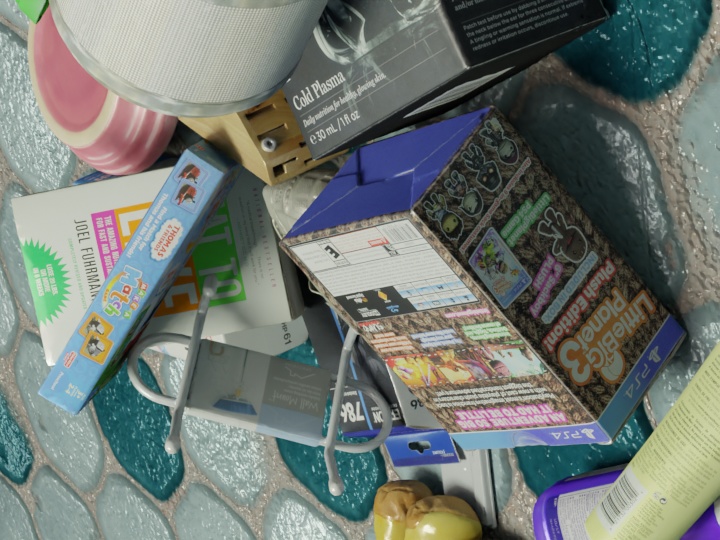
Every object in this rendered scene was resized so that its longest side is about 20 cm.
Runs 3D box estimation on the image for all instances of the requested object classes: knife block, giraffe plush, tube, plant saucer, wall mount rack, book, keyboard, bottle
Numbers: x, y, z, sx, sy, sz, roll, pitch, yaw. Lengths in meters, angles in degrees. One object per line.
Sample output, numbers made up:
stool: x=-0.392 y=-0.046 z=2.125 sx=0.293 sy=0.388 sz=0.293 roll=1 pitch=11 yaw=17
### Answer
knife block: x=-0.095 y=-0.128 z=1.428 sx=0.200 sy=0.064 sz=0.176 roll=60 pitch=161 yaw=12
giraffe plush: x=0.023 y=0.281 z=1.528 sx=0.173 sy=0.162 sz=0.200 roll=20 pitch=128 yaw=54
tube: x=0.212 y=0.096 z=1.204 sx=0.058 sy=0.052 sz=0.200 roll=31 pitch=111 yaw=-11
plant saucer: x=-0.215 y=-0.177 z=1.648 sx=0.200 sy=0.051 sz=0.201 roll=14 pitch=107 yaw=52
wall mount rack: x=-0.069 y=0.091 z=1.432 sx=0.075 sy=0.200 sz=0.174 roll=111 pitch=171 yaw=-48
book: x=-0.155 y=-0.011 z=1.539 sx=0.200 sy=0.048 sz=0.134 roll=-11 pitch=96 yaw=13
keyboard: x=0.072 y=0.097 z=1.495 sx=0.056 sy=0.011 sz=0.200 roll=27 pitch=131 yaw=52
bottle: x=0.193 y=0.163 z=1.308 sx=0.200 sy=0.065 sz=0.084 roll=-24 pitch=85 yaw=57

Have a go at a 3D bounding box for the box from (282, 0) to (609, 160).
box: x=0.021 y=-0.200 z=1.271 sx=0.200 sy=0.124 sz=0.197 roll=-26 pitch=86 yaw=58

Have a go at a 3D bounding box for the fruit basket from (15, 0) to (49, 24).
fruit basket: x=-0.180 y=-0.271 z=1.487 sx=0.216 sy=0.215 sz=0.156 roll=57 pitch=147 yaw=13

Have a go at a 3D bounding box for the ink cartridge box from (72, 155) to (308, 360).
ink cartridge box: x=-0.141 y=-0.009 z=1.661 sx=0.200 sy=0.085 sz=0.145 roll=12 pitch=119 yaw=51

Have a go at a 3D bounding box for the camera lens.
camera lens: x=-0.086 y=-0.198 z=1.164 sx=0.160 sy=0.160 sz=0.200 roll=54 pitch=145 yaw=17

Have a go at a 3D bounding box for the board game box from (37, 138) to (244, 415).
board game box: x=-0.150 y=-0.002 z=1.438 sx=0.037 sy=0.151 sz=0.200 roll=31 pitch=100 yaw=-1

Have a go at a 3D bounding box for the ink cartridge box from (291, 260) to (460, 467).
ink cartridge box: x=0.005 y=0.061 z=1.531 sx=0.099 sy=0.039 sz=0.200 roll=-16 pitch=95 yaw=58

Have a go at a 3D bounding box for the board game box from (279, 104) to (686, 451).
board game box: x=0.076 y=0.011 z=1.283 sx=0.200 sy=0.097 sz=0.159 roll=49 pitch=152 yaw=-19

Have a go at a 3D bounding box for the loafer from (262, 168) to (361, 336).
loafer: x=0.000 y=0.000 z=1.408 sx=0.070 sy=0.070 sz=0.200 roll=7 pitch=144 yaw=38
